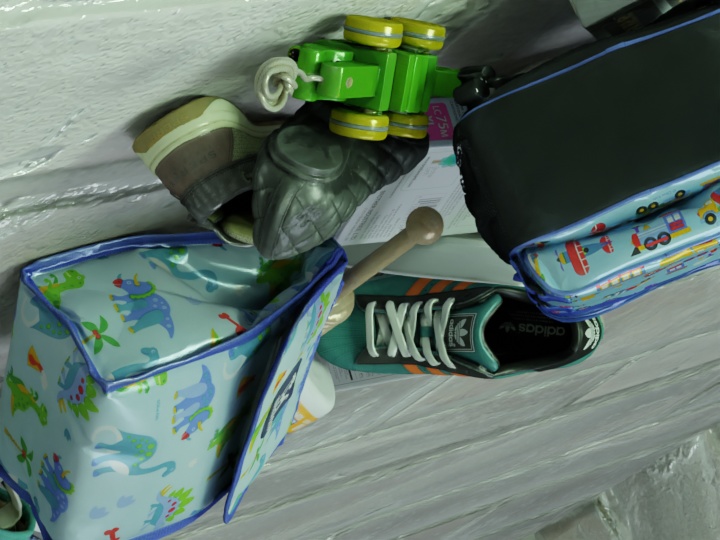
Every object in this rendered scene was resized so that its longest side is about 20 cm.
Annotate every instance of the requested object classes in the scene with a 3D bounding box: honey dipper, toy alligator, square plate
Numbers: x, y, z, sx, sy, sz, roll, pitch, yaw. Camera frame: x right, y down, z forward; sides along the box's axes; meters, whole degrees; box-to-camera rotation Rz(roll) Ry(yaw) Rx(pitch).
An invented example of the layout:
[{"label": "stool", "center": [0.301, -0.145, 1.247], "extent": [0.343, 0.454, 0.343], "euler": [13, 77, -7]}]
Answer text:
[{"label": "honey dipper", "center": [0.000, 0.000, 1.396], "extent": [0.038, 0.038, 0.200], "euler": [-18, 171, -27]}, {"label": "toy alligator", "center": [-0.011, -0.100, 1.153], "extent": [0.054, 0.060, 0.200], "euler": [16, -168, 32]}, {"label": "square plate", "center": [0.072, -0.010, 1.505], "extent": [0.197, 0.029, 0.199], "euler": [7, -177, 34]}]

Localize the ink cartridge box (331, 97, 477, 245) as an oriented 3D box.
[{"label": "ink cartridge box", "center": [0.084, -0.065, 1.390], "extent": [0.199, 0.042, 0.119], "euler": [-4, 154, -23]}]

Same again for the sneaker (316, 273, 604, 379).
[{"label": "sneaker", "center": [0.060, 0.035, 1.502], "extent": [0.198, 0.072, 0.080], "euler": [-2, -179, 9]}]

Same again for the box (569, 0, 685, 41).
[{"label": "box", "center": [0.203, -0.172, 1.270], "extent": [0.158, 0.049, 0.200], "euler": [-27, 167, 14]}]

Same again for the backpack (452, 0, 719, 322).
[{"label": "backpack", "center": [0.145, -0.055, 1.235], "extent": [0.181, 0.135, 0.200], "euler": [-21, 171, 1]}]

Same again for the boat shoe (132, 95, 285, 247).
[{"label": "boat shoe", "center": [-0.061, -0.044, 1.240], "extent": [0.071, 0.066, 0.201], "euler": [-28, 167, 13]}]

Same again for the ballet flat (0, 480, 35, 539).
[{"label": "ballet flat", "center": [-0.258, 0.134, 1.409], "extent": [0.070, 0.067, 0.200], "euler": [-46, 153, -4]}]

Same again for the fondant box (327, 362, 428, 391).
[{"label": "fondant box", "center": [0.043, 0.044, 1.682], "extent": [0.144, 0.059, 0.200], "euler": [-16, -178, -36]}]

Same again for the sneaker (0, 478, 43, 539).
[{"label": "sneaker", "center": [-0.273, 0.134, 1.540], "extent": [0.073, 0.112, 0.200], "euler": [-41, 131, 6]}]

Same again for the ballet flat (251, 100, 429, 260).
[{"label": "ballet flat", "center": [-0.015, -0.057, 1.210], "extent": [0.057, 0.066, 0.200], "euler": [-64, 168, 22]}]

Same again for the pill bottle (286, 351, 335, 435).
[{"label": "pill bottle", "center": [-0.127, 0.089, 1.535], "extent": [0.199, 0.113, 0.112], "euler": [-28, 167, 9]}]

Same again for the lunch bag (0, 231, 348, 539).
[{"label": "lunch bag", "center": [-0.107, 0.068, 1.372], "extent": [0.199, 0.128, 0.171], "euler": [-18, 144, -35]}]
